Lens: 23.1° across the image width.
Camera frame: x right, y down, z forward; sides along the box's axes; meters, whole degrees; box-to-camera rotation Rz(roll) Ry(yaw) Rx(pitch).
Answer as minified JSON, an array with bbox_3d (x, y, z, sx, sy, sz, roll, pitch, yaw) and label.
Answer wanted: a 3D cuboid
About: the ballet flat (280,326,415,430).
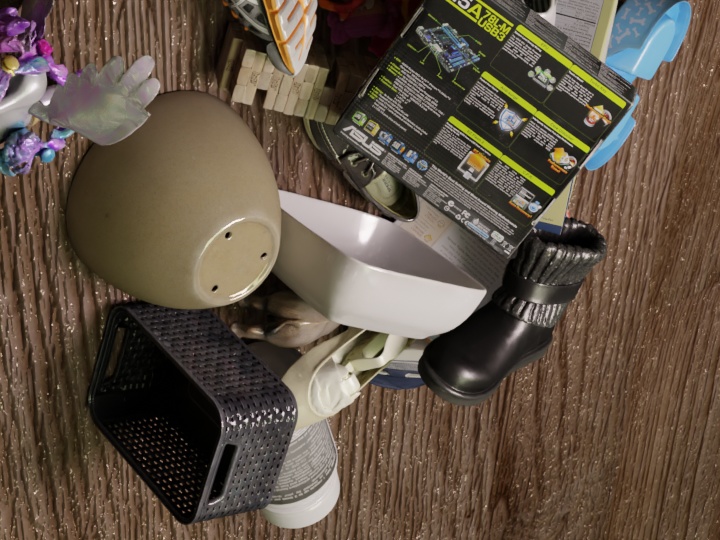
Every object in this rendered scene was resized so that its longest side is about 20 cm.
[{"bbox_3d":[-0.010,0.095,1.764,0.200,0.069,0.070,-41,143,-28],"label":"ballet flat"}]

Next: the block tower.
[{"bbox_3d":[-0.030,-0.169,1.610,0.198,0.054,0.058,11,120,-17],"label":"block tower"}]

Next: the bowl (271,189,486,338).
[{"bbox_3d":[0.000,0.000,1.724,0.199,0.199,0.075,11,108,-40],"label":"bowl"}]

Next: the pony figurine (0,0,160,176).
[{"bbox_3d":[-0.270,-0.150,1.406,0.199,0.168,0.193,-19,166,-37],"label":"pony figurine"}]

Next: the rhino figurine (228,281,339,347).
[{"bbox_3d":[-0.054,0.040,1.780,0.200,0.087,0.060,-16,108,-69],"label":"rhino figurine"}]

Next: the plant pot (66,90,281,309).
[{"bbox_3d":[-0.148,-0.044,1.605,0.199,0.134,0.202,-26,136,-28],"label":"plant pot"}]

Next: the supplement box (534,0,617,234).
[{"bbox_3d":[0.160,-0.182,1.684,0.201,0.133,0.201,91,15,-58],"label":"supplement box"}]

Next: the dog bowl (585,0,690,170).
[{"bbox_3d":[0.272,-0.204,1.853,0.201,0.049,0.111,-62,157,13],"label":"dog bowl"}]

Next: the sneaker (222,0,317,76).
[{"bbox_3d":[-0.097,-0.253,1.503,0.201,0.077,0.079,66,31,-33],"label":"sneaker"}]

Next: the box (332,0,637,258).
[{"bbox_3d":[0.106,-0.140,1.542,0.194,0.199,0.048,-53,-176,28],"label":"box"}]

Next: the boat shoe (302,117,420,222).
[{"bbox_3d":[0.010,-0.116,1.754,0.072,0.066,0.201,-44,142,-5],"label":"boat shoe"}]

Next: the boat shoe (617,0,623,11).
[{"bbox_3d":[0.212,-0.209,1.880,0.202,0.063,0.073,-56,147,11],"label":"boat shoe"}]

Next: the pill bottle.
[{"bbox_3d":[-0.087,0.179,1.868,0.114,0.114,0.201,-35,140,-18],"label":"pill bottle"}]

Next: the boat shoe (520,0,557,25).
[{"bbox_3d":[0.151,-0.287,1.587,0.073,0.202,0.067,-2,151,-13],"label":"boat shoe"}]

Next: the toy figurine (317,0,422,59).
[{"bbox_3d":[0.022,-0.259,1.614,0.198,0.151,0.185,-12,142,-12],"label":"toy figurine"}]

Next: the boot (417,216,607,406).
[{"bbox_3d":[0.151,0.035,1.765,0.211,0.079,0.158,-30,154,-48],"label":"boot"}]

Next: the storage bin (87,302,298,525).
[{"bbox_3d":[-0.162,0.130,1.682,0.093,0.200,0.136,-6,125,-40],"label":"storage bin"}]

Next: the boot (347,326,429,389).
[{"bbox_3d":[0.087,0.091,1.930,0.091,0.198,0.073,72,28,-56],"label":"boot"}]

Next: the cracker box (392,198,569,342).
[{"bbox_3d":[0.107,-0.028,1.863,0.200,0.134,0.058,-47,168,-2],"label":"cracker box"}]
